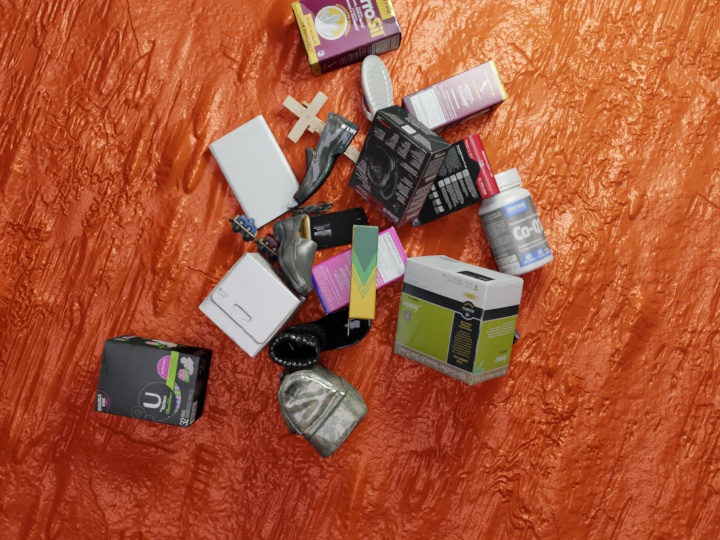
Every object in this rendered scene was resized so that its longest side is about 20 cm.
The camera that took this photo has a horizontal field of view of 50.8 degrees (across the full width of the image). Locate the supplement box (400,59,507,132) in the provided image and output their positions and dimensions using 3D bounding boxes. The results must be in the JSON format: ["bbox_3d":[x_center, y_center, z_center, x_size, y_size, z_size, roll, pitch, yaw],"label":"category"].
[{"bbox_3d":[0.186,-0.341,1.544,0.197,0.110,0.087,-23,92,2],"label":"supplement box"}]

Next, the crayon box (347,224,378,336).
[{"bbox_3d":[0.005,0.019,1.445,0.051,0.126,0.204,3,91,0],"label":"crayon box"}]

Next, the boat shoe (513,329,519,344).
[{"bbox_3d":[0.250,0.082,1.560,0.199,0.093,0.075,41,91,0],"label":"boat shoe"}]

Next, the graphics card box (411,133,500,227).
[{"bbox_3d":[0.171,-0.178,1.527,0.198,0.051,0.127,-22,90,37],"label":"graphics card box"}]

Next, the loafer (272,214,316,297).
[{"bbox_3d":[-0.120,-0.037,1.487,0.072,0.073,0.202,-29,50,11],"label":"loafer"}]

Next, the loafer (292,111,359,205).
[{"bbox_3d":[-0.085,-0.229,1.552,0.072,0.073,0.201,34,93,-3],"label":"loafer"}]

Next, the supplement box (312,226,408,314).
[{"bbox_3d":[0.000,0.000,1.558,0.197,0.101,0.105,-25,90,1],"label":"supplement box"}]

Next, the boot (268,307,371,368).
[{"bbox_3d":[-0.077,0.137,1.533,0.208,0.158,0.081,-19,91,1],"label":"boot"}]

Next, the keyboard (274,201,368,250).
[{"bbox_3d":[-0.082,-0.099,1.598,0.196,0.040,0.106,-11,114,0],"label":"keyboard"}]

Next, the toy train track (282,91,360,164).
[{"bbox_3d":[-0.078,-0.293,1.590,0.199,0.033,0.115,38,91,-7],"label":"toy train track"}]

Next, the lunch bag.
[{"bbox_3d":[-0.091,0.260,1.519,0.168,0.200,0.140,43,89,-4],"label":"lunch bag"}]

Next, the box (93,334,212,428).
[{"bbox_3d":[-0.422,0.224,1.556,0.196,0.124,0.151,10,90,1],"label":"box"}]

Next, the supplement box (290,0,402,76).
[{"bbox_3d":[-0.027,-0.498,1.548,0.197,0.103,0.133,-20,89,1],"label":"supplement box"}]

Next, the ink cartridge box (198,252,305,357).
[{"bbox_3d":[-0.207,0.064,1.512,0.145,0.200,0.145,42,92,0],"label":"ink cartridge box"}]

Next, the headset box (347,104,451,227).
[{"bbox_3d":[0.070,-0.199,1.507,0.148,0.077,0.202,40,131,21],"label":"headset box"}]

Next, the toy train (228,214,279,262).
[{"bbox_3d":[-0.189,-0.051,1.576,0.199,0.034,0.046,39,104,-10],"label":"toy train"}]

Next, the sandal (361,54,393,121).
[{"bbox_3d":[0.032,-0.341,1.574,0.049,0.082,0.206,-10,94,44],"label":"sandal"}]

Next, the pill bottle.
[{"bbox_3d":[0.307,-0.096,1.546,0.112,0.114,0.203,-21,91,1],"label":"pill bottle"}]

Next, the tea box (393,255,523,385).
[{"bbox_3d":[0.188,0.091,1.481,0.198,0.132,0.200,20,106,41],"label":"tea box"}]

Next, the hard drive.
[{"bbox_3d":[-0.215,-0.204,1.595,0.131,0.026,0.202,-29,90,1],"label":"hard drive"}]
